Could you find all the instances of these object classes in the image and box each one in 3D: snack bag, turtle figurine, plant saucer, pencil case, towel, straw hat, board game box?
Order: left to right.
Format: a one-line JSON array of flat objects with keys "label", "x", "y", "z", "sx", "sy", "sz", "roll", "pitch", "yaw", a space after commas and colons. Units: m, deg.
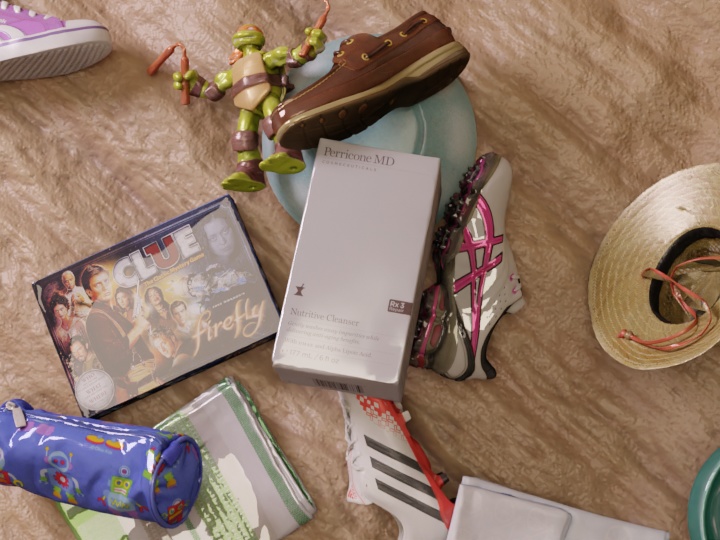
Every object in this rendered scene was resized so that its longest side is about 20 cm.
[{"label": "pencil case", "x": -0.236, "y": 0.162, "z": 1.262, "sx": 0.198, "sy": 0.087, "sz": 0.078, "roll": 10, "pitch": 39, "yaw": 21}, {"label": "board game box", "x": -0.181, "y": 0.034, "z": 1.321, "sx": 0.199, "sy": 0.035, "sz": 0.136, "roll": -25, "pitch": 81, "yaw": 1}, {"label": "towel", "x": -0.157, "y": 0.208, "z": 1.299, "sx": 0.199, "sy": 0.031, "sz": 0.150, "roll": -33, "pitch": 80, "yaw": 0}, {"label": "turtle figurine", "x": -0.101, "y": -0.155, "z": 1.316, "sx": 0.198, "sy": 0.064, "sz": 0.163, "roll": -15, "pitch": 71, "yaw": 24}, {"label": "plant saucer", "x": 0.006, "y": -0.122, "z": 1.325, "sx": 0.199, "sy": 0.039, "sz": 0.203, "roll": -1, "pitch": 83, "yaw": 4}, {"label": "snack bag", "x": 0.155, "y": 0.292, "z": 1.245, "sx": 0.198, "sy": 0.021, "sz": 0.190, "roll": 16, "pitch": 84, "yaw": -7}, {"label": "straw hat", "x": 0.294, "y": 0.015, "z": 1.257, "sx": 0.085, "sy": 0.201, "sz": 0.202, "roll": 37, "pitch": 86, "yaw": -33}]

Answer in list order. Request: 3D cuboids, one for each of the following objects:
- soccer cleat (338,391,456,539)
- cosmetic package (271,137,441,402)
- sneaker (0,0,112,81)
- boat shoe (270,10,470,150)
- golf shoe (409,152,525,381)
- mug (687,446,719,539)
[{"label": "soccer cleat", "x": 0.013, "y": 0.159, "z": 1.273, "sx": 0.085, "sy": 0.069, "sz": 0.201, "roll": -32, "pitch": 86, "yaw": -8}, {"label": "cosmetic package", "x": 0.000, "y": 0.000, "z": 1.236, "sx": 0.112, "sy": 0.081, "sz": 0.202, "roll": 8, "pitch": 76, "yaw": 6}, {"label": "sneaker", "x": -0.331, "y": -0.236, "z": 1.353, "sx": 0.198, "sy": 0.073, "sz": 0.115, "roll": -7, "pitch": 79, "yaw": 4}, {"label": "boat shoe", "x": 0.001, "y": -0.166, "z": 1.264, "sx": 0.199, "sy": 0.072, "sz": 0.068, "roll": -28, "pitch": 77, "yaw": -25}, {"label": "golf shoe", "x": 0.105, "y": -0.002, "z": 1.290, "sx": 0.091, "sy": 0.073, "sz": 0.202, "roll": 17, "pitch": 92, "yaw": -7}, {"label": "mug", "x": 0.360, "y": 0.196, "z": 1.216, "sx": 0.185, "sy": 0.114, "sz": 0.152, "roll": -43, "pitch": 81, "yaw": -2}]
